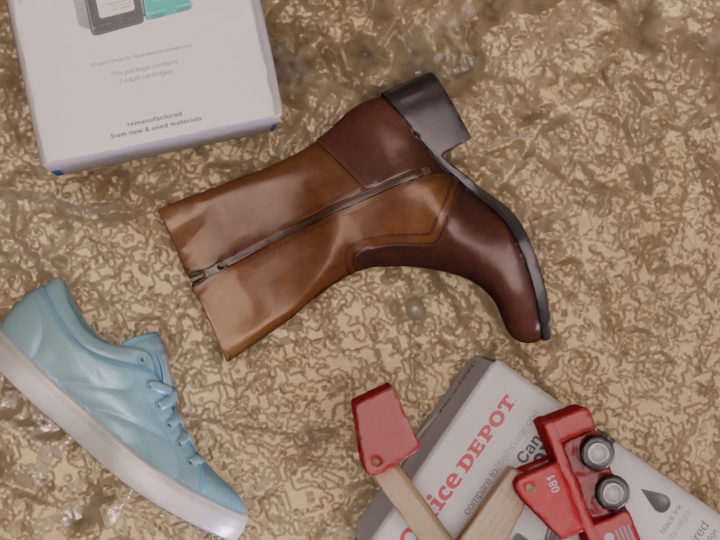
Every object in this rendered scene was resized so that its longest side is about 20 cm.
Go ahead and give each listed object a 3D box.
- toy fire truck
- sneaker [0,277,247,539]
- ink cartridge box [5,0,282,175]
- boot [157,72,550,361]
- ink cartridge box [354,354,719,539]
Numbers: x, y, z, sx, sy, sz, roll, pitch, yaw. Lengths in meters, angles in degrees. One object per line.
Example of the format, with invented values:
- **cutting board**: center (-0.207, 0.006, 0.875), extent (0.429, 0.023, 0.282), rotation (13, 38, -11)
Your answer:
- **toy fire truck**: center (0.089, 0.146, 1.570), extent (0.141, 0.049, 0.200), rotation (-22, 92, -3)
- **sneaker**: center (-0.136, 0.082, 1.626), extent (0.200, 0.074, 0.082), rotation (40, 90, -4)
- **ink cartridge box**: center (-0.139, -0.171, 1.591), extent (0.146, 0.147, 0.200), rotation (-12, 90, -3)
- **boot**: center (0.000, 0.000, 1.639), extent (0.200, 0.068, 0.188), rotation (-29, 92, -3)
- **ink cartridge box**: center (0.116, 0.165, 1.638), extent (0.200, 0.083, 0.145), rotation (35, 88, -3)
